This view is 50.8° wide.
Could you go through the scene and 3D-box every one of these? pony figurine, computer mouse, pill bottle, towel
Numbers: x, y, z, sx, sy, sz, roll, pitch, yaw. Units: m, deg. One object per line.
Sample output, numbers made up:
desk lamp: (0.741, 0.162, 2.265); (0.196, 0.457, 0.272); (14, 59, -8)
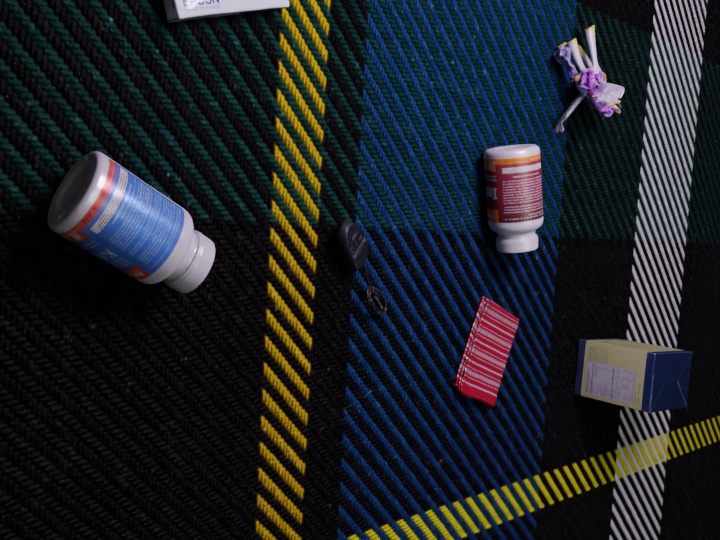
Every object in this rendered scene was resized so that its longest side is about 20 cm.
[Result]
pony figurine: (0.495, -0.406, 1.646); (0.192, 0.165, 0.203); (-38, 104, -41)
computer mouse: (0.000, 0.000, 1.305); (0.059, 0.033, 0.202); (-57, 135, -43)
pill bottle: (0.306, -0.143, 1.510); (0.112, 0.112, 0.205); (-17, 106, -40)
towel: (0.266, 0.172, 1.574); (0.144, 0.022, 0.204); (30, 75, -42)
pill bottle: (-0.285, -0.052, 0.973); (0.199, 0.111, 0.114); (36, 71, -38)

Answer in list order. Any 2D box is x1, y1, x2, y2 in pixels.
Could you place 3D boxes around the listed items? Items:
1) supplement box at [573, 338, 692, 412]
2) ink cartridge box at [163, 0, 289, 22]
supplement box: (0.653, 0.246, 1.822); (0.197, 0.198, 0.137); (4, 93, -42)
ink cartridge box: (-0.197, -0.460, 1.052); (0.198, 0.040, 0.204); (-23, 111, -39)
